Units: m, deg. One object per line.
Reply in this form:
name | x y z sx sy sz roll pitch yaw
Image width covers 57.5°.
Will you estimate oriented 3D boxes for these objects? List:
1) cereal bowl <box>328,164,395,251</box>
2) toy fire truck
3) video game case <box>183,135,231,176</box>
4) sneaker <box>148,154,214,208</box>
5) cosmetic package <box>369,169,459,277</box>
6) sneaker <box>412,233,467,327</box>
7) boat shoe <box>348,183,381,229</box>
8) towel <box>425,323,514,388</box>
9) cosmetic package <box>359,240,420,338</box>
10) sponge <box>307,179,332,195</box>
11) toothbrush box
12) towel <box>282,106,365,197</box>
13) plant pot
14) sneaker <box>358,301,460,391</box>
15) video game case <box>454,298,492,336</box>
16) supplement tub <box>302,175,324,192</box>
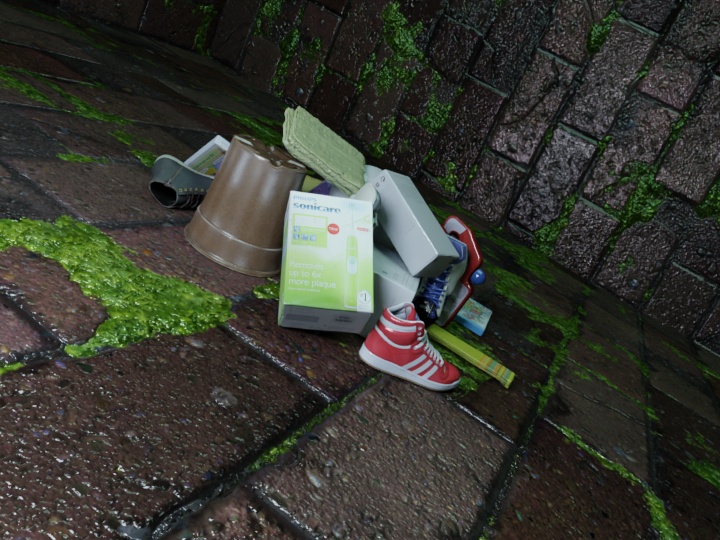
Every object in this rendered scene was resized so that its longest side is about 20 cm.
cereal bowl | 0.032 -0.136 1.380 0.196 0.083 0.206 18 57 -30
toy fire truck | 0.183 -0.002 1.406 0.168 0.202 0.111 45 20 22
video game case | -0.260 -0.191 1.358 0.180 0.023 0.198 35 -25 -26
sneaker | -0.331 -0.145 1.319 0.196 0.075 0.108 25 31 -21
cosmetic package | 0.095 -0.088 1.251 0.101 0.074 0.203 5 52 -55
sneaker | 0.152 0.038 1.309 0.079 0.204 0.115 22 25 8
boat shoe | 0.009 -0.108 1.212 0.061 0.074 0.199 31 -11 -13
towel | 0.221 0.170 1.327 0.197 0.018 0.086 32 11 16
cosmetic package | 0.004 0.021 1.234 0.196 0.126 0.200 26 16 2
sponge | -0.051 -0.141 1.392 0.113 0.030 0.199 54 46 -5
toothbrush box | -0.055 -0.013 1.064 0.141 0.087 0.206 7 60 -11
towel | -0.070 -0.232 1.287 0.197 0.036 0.151 32 34 -23
plant pot | -0.201 -0.127 1.213 0.196 0.202 0.201 23 17 -8
sneaker | 0.104 0.125 1.094 0.195 0.115 0.072 20 17 -24
video game case | 0.247 0.091 1.593 0.141 0.018 0.200 32 17 10
supplement tub | -0.109 -0.129 1.458 0.196 0.148 0.146 17 19 -31
